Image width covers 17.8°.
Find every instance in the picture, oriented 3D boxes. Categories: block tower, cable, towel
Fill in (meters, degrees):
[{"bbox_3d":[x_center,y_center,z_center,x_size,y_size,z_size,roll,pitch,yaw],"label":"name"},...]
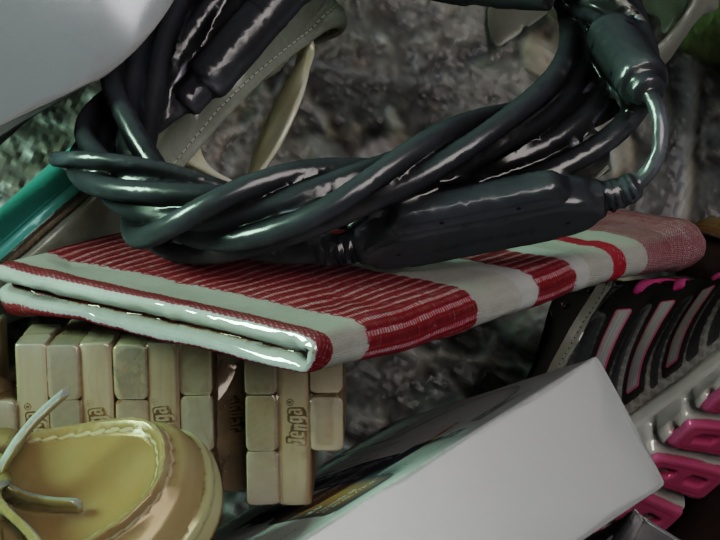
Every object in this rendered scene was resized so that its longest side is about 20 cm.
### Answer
[{"bbox_3d":[-0.104,0.044,0.726,0.199,0.058,0.054,-1,97,1],"label":"block tower"},{"bbox_3d":[-0.004,-0.066,0.739,0.199,0.051,0.164,-11,48,2],"label":"cable"},{"bbox_3d":[0.000,0.000,0.751,0.200,0.144,0.023,-15,109,-48],"label":"towel"}]

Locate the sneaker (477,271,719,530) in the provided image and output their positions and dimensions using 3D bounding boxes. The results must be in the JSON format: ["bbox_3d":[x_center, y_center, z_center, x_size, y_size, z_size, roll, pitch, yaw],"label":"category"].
[{"bbox_3d":[0.114,0.025,0.815,0.074,0.200,0.088,18,39,-48],"label":"sneaker"}]

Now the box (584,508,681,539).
[{"bbox_3d":[0.117,0.210,0.705,0.200,0.050,0.199,34,66,-6],"label":"box"}]

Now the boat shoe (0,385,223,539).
[{"bbox_3d":[-0.138,0.085,0.657,0.199,0.063,0.073,-22,40,-2],"label":"boat shoe"}]

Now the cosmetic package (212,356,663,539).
[{"bbox_3d":[-0.022,0.104,0.740,0.200,0.151,0.052,-29,90,-27],"label":"cosmetic package"}]

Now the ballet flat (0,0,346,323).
[{"bbox_3d":[-0.070,-0.037,0.806,0.064,0.067,0.200,46,64,-18],"label":"ballet flat"}]

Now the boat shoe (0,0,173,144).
[{"bbox_3d":[-0.138,-0.064,0.747,0.200,0.057,0.069,-41,104,-2],"label":"boat shoe"}]

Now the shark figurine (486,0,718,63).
[{"bbox_3d":[0.083,-0.115,0.874,0.090,0.215,0.128,-47,134,11],"label":"shark figurine"}]

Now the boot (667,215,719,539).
[{"bbox_3d":[0.136,0.085,0.848,0.166,0.072,0.200,-42,51,0],"label":"boot"}]
